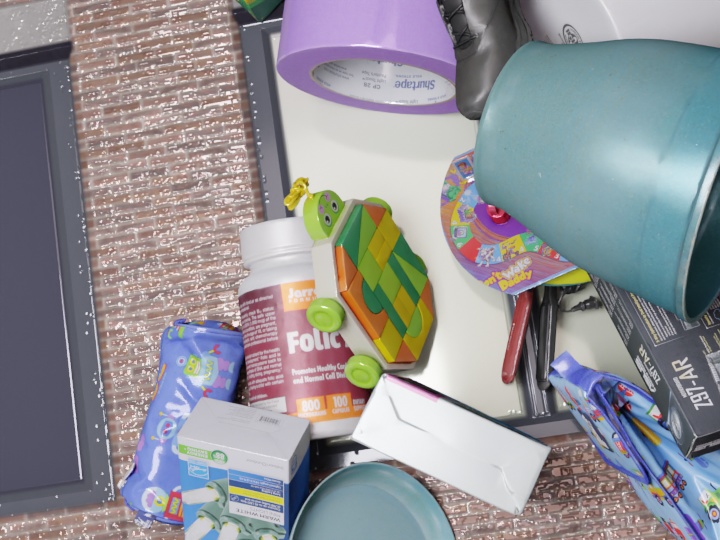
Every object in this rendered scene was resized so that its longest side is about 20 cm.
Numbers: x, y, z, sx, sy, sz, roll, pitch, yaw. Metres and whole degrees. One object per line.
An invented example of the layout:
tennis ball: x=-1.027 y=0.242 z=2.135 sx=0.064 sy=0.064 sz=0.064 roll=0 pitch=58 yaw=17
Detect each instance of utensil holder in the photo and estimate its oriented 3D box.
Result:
utensil holder: x=0.256 y=-0.234 z=0.985 sx=0.199 sy=0.170 sz=0.170 roll=-28 pitch=79 yaw=-19

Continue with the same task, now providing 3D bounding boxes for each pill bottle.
pill bottle: x=-0.053 y=0.057 z=1.045 sx=0.114 sy=0.114 sz=0.201 roll=-9 pitch=82 yaw=6

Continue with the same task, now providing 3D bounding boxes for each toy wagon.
toy wagon: x=0.000 y=0.000 z=1.004 sx=0.039 sy=0.155 sz=0.200 roll=-13 pitch=124 yaw=32

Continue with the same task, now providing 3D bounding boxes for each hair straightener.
hair straightener: x=0.188 y=0.016 z=1.064 sx=0.077 sy=0.041 sz=0.201 roll=13 pitch=78 yaw=-5

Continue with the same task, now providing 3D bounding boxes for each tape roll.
tape roll: x=0.025 y=-0.201 z=1.027 sx=0.199 sy=0.200 sz=0.066 roll=6 pitch=84 yaw=9

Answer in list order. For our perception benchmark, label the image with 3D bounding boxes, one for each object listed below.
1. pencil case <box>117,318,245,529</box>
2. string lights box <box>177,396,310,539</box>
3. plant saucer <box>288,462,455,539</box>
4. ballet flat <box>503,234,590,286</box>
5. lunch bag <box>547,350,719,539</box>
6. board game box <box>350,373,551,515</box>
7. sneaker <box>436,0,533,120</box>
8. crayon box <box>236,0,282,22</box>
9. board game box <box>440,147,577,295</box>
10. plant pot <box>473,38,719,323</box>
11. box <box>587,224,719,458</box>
pencil case: x=-0.169 y=0.143 z=1.067 sx=0.087 sy=0.078 sz=0.201 roll=16 pitch=83 yaw=-13
string lights box: x=-0.101 y=0.217 z=1.000 sx=0.102 sy=0.059 sz=0.201 roll=10 pitch=122 yaw=13
plant saucer: x=0.010 y=0.272 z=0.994 sx=0.027 sy=0.200 sz=0.201 roll=-24 pitch=76 yaw=48
ballet flat: x=0.231 y=-0.026 z=1.019 sx=0.199 sy=0.067 sz=0.067 roll=1 pitch=56 yaw=-8
lunch bag: x=0.244 y=0.140 z=0.958 sx=0.200 sy=0.151 sz=0.094 roll=43 pitch=90 yaw=0
board game box: x=0.083 y=0.147 z=0.971 sx=0.147 sy=0.200 sz=0.064 roll=25 pitch=86 yaw=10
sneaker: x=0.092 y=-0.219 z=0.915 sx=0.090 sy=0.076 sz=0.201 roll=17 pitch=70 yaw=-31
crayon box: x=-0.095 y=-0.328 z=1.061 sx=0.119 sy=0.200 sz=0.058 roll=-45 pitch=78 yaw=0
board game box: x=0.160 y=-0.075 z=0.999 sx=0.199 sy=0.039 sz=0.159 roll=-25 pitch=60 yaw=13
plant pot: x=0.196 y=-0.086 z=0.848 sx=0.187 sy=0.200 sz=0.201 roll=22 pitch=85 yaw=27
box: x=0.289 y=0.032 z=0.895 sx=0.160 sy=0.044 sz=0.201 roll=-18 pitch=58 yaw=-8
